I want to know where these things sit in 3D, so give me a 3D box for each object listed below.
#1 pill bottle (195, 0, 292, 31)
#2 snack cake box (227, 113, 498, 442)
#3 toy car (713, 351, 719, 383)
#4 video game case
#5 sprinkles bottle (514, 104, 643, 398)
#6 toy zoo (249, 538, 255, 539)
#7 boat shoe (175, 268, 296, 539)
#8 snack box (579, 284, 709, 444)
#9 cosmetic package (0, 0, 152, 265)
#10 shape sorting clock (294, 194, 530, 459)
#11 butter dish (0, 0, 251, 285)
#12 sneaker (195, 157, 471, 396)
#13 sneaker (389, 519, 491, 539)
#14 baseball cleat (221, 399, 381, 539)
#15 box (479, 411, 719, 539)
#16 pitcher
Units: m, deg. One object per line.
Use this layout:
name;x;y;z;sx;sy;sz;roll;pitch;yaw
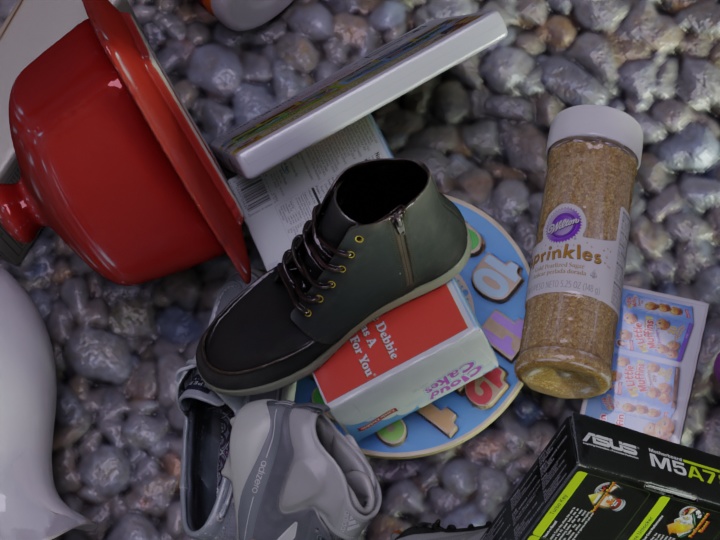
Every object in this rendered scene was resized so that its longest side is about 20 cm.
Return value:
pill bottle;-0.133;-0.285;1.217;0.200;0.114;0.114;41;80;18
snack cake box;0.000;0.000;1.091;0.114;0.067;0.201;-27;60;3
toy car;0.302;0.074;1.025;0.149;0.174;0.202;-6;97;46
video game case;-0.008;-0.124;1.116;0.199;0.182;0.023;-29;101;-6
sprinkles bottle;0.153;-0.015;1.101;0.068;0.068;0.201;7;65;9
toy zoo;-0.010;0.270;1.009;0.199;0.020;0.132;28;108;-1
boat shoe;-0.091;0.091;1.094;0.070;0.071;0.202;-14;67;39
snack box;0.184;0.111;1.090;0.071;0.024;0.201;12;73;13
cosmetic package;-0.243;-0.117;1.178;0.073;0.104;0.201;26;75;15
shape sorting clock;0.028;0.035;1.127;0.198;0.039;0.201;-2;71;6
butter dish;-0.180;-0.071;1.073;0.147;0.200;0.200;-31;27;-2
sneaker;-0.031;-0.002;1.001;0.199;0.106;0.075;-33;60;1
sneaker;0.066;0.191;1.041;0.199;0.074;0.080;-27;61;9
baseball cleat;-0.036;0.183;1.023;0.106;0.070;0.202;0;105;29
box;0.165;0.186;0.948;0.192;0.201;0.048;18;38;-13
pitcher;-0.287;0.108;1.108;0.171;0.121;0.201;-21;81;16
